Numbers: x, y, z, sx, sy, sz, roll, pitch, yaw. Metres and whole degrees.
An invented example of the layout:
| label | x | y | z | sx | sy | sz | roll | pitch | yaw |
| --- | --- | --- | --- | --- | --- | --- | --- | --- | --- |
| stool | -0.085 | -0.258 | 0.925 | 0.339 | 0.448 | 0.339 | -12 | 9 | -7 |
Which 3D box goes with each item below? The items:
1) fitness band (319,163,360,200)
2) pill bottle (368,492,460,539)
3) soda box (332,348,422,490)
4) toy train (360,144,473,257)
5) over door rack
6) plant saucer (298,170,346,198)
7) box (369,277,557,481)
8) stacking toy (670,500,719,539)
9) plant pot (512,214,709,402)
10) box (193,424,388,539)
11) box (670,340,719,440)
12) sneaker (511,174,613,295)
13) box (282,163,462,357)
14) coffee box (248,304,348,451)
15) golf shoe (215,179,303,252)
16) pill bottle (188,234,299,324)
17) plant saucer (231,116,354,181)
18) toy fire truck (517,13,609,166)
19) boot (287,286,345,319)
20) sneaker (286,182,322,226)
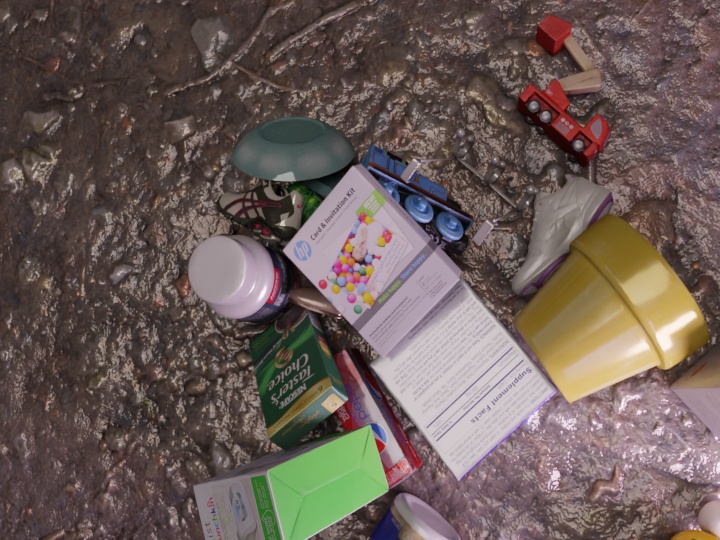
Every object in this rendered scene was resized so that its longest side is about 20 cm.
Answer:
| label | x | y | z | sx | sy | sz | roll | pitch | yaw |
| --- | --- | --- | --- | --- | --- | --- | --- | --- | --- |
| fitness band | 0.006 | -0.087 | 0.981 | 0.199 | 0.037 | 0.145 | -40 | 75 | 5 |
| pill bottle | 0.045 | 0.428 | 0.848 | 0.114 | 0.116 | 0.203 | 33 | 89 | 15 |
| soda box | 0.011 | 0.219 | 0.911 | 0.063 | 0.070 | 0.203 | -33 | 75 | 10 |
| toy train | 0.072 | -0.092 | 0.885 | 0.195 | 0.087 | 0.117 | 24 | 45 | -14 |
| over door rack | 0.169 | -0.131 | 0.875 | 0.147 | 0.198 | 0.067 | 42 | 127 | 15 |
| plant saucer | -0.069 | -0.153 | 0.965 | 0.198 | 0.069 | 0.019 | 34 | 131 | 33 |
| box | 0.146 | 0.152 | 0.875 | 0.183 | 0.105 | 0.201 | -41 | 74 | 4 |
| stacking toy | 0.428 | 0.386 | 0.782 | 0.143 | 0.147 | 0.203 | 28 | 70 | 15 |
| plant pot | 0.312 | 0.065 | 0.809 | 0.187 | 0.200 | 0.203 | -38 | 75 | 10 |
| box | -0.092 | 0.296 | 0.825 | 0.174 | 0.197 | 0.100 | -25 | 79 | 41 |
| box | 0.500 | 0.133 | 0.750 | 0.152 | 0.200 | 0.107 | -43 | 74 | 2 |
| sneaker | 0.281 | -0.052 | 0.906 | 0.099 | 0.075 | 0.201 | 39 | 87 | 29 |
| box | 0.015 | -0.012 | 0.814 | 0.200 | 0.041 | 0.156 | 46 | 110 | 3 |
| coffee box | -0.097 | 0.146 | 0.903 | 0.122 | 0.044 | 0.202 | -38 | 38 | 10 |
| golf shoe | -0.147 | -0.095 | 0.927 | 0.198 | 0.076 | 0.090 | 28 | 97 | 43 |
| pill bottle | -0.173 | 0.014 | 0.919 | 0.115 | 0.200 | 0.124 | -2 | 81 | 12 |
| plant saucer | -0.105 | -0.202 | 0.954 | 0.194 | 0.203 | 0.040 | 9 | 127 | 13 |
| toy fire truck | 0.317 | -0.276 | 0.935 | 0.141 | 0.049 | 0.200 | -45 | 75 | 2 |
| boot | 0.000 | 0.000 | 0.925 | 0.194 | 0.070 | 0.151 | 14 | 101 | -17 |
| sneaker | -0.088 | -0.091 | 0.945 | 0.196 | 0.073 | 0.087 | 10 | 105 | 40 |
